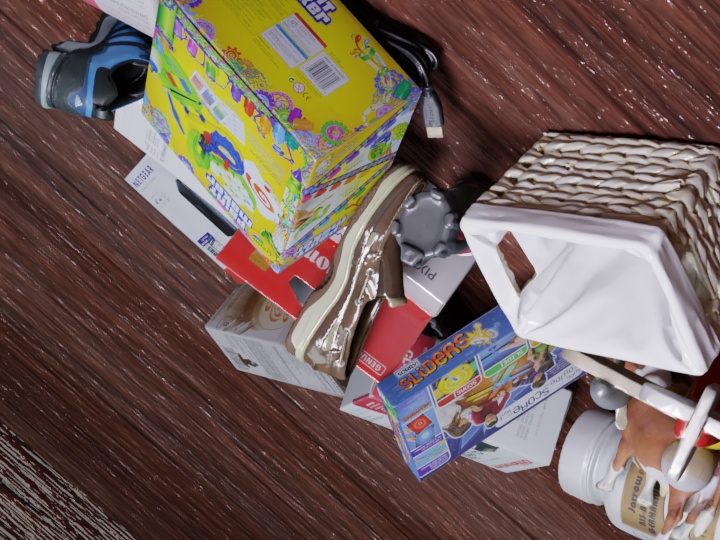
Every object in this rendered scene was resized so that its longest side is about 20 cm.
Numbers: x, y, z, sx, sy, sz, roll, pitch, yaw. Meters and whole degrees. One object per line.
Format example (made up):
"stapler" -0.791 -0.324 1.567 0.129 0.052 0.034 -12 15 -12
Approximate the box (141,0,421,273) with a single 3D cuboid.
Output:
"box" -0.075 -0.142 1.413 0.200 0.122 0.193 49 152 13

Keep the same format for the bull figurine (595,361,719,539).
"bull figurine" 0.269 0.162 1.484 0.064 0.123 0.200 14 -166 -15

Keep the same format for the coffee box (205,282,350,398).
"coffee box" -0.061 0.061 1.844 0.199 0.115 0.080 9 143 46

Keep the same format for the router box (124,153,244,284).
"router box" -0.152 -0.081 1.797 0.179 0.049 0.200 42 156 -8

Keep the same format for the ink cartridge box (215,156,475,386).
"ink cartridge box" -0.004 -0.024 1.530 0.199 0.177 0.045 36 157 3

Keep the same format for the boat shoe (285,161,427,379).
"boat shoe" 0.014 0.005 1.465 0.074 0.204 0.075 35 -161 15

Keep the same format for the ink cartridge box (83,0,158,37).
"ink cartridge box" -0.217 -0.314 1.437 0.145 0.085 0.201 29 153 21

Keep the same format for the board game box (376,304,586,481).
"board game box" 0.118 0.100 1.556 0.035 0.199 0.136 51 168 38

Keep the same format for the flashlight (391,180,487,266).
"flashlight" 0.076 -0.044 1.404 0.068 0.067 0.200 68 -167 5

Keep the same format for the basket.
"basket" 0.201 -0.020 1.304 0.199 0.124 0.136 12 141 47

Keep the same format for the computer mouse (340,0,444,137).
"computer mouse" 0.026 -0.145 1.437 0.140 0.046 0.201 35 147 28

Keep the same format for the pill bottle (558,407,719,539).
"pill bottle" 0.294 0.205 1.590 0.199 0.115 0.115 20 151 36

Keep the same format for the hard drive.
"hard drive" -0.157 -0.107 1.647 0.199 0.027 0.132 38 163 0

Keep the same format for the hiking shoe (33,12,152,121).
"hiking shoe" -0.211 -0.189 1.516 0.086 0.200 0.075 25 133 16

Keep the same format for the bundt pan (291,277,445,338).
"bundt pan" 0.000 0.000 1.646 0.200 0.077 0.202 20 167 4

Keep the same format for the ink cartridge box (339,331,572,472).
"ink cartridge box" 0.095 0.132 1.689 0.198 0.084 0.146 22 166 -8

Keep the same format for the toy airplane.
"toy airplane" 0.277 0.124 1.330 0.201 0.197 0.142 -117 38 -51
